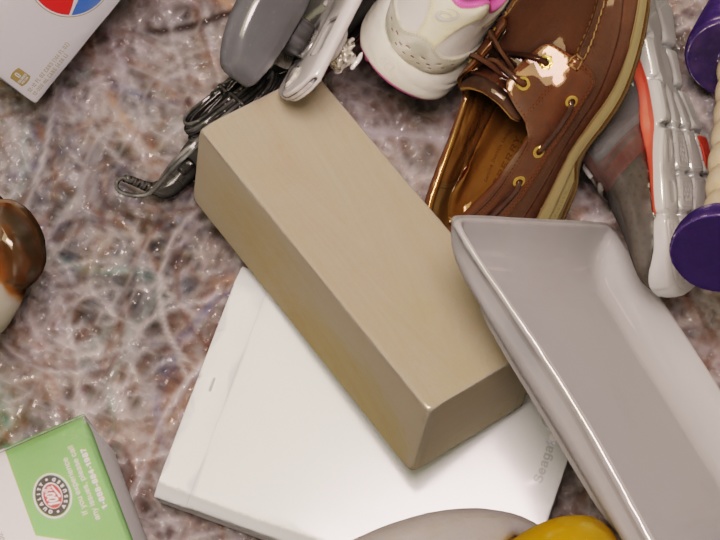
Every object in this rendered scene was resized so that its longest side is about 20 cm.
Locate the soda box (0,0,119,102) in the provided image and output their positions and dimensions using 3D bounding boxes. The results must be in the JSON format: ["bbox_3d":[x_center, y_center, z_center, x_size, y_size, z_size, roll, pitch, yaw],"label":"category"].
[{"bbox_3d":[-0.141,-0.192,1.188,0.063,0.068,0.200,35,102,-27],"label":"soda box"}]

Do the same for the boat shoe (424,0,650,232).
[{"bbox_3d":[0.089,-0.095,1.143,0.072,0.067,0.202,37,112,44],"label":"boat shoe"}]

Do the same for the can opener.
[{"bbox_3d":[0.000,-0.176,1.149,0.066,0.053,0.201,35,75,-19],"label":"can opener"}]

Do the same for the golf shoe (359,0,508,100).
[{"bbox_3d":[0.071,-0.182,1.187,0.075,0.092,0.201,30,58,-10],"label":"golf shoe"}]

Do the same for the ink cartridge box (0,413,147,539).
[{"bbox_3d":[-0.199,0.184,1.116,0.198,0.084,0.147,-22,73,-3],"label":"ink cartridge box"}]

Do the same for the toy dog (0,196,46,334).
[{"bbox_3d":[-0.255,-0.036,1.137,0.200,0.194,0.140,37,98,-31],"label":"toy dog"}]

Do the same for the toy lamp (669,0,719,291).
[{"bbox_3d":[0.192,-0.077,1.148,0.058,0.059,0.201,8,43,5],"label":"toy lamp"}]

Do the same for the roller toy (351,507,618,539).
[{"bbox_3d":[0.034,0.205,1.036,0.181,0.201,0.140,-11,51,-22],"label":"roller toy"}]

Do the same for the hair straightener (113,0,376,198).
[{"bbox_3d":[-0.056,-0.109,1.197,0.200,0.077,0.041,-41,80,-9],"label":"hair straightener"}]

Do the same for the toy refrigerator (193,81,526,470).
[{"bbox_3d":[0.000,0.000,1.147,0.076,0.070,0.200,-29,65,-24],"label":"toy refrigerator"}]

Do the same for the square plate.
[{"bbox_3d":[0.130,0.062,1.092,0.028,0.198,0.201,-37,73,23],"label":"square plate"}]

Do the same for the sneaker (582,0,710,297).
[{"bbox_3d":[0.136,-0.077,1.194,0.081,0.077,0.202,-17,70,26],"label":"sneaker"}]

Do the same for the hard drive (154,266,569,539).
[{"bbox_3d":[0.007,0.091,1.163,0.198,0.026,0.133,18,76,9],"label":"hard drive"}]
